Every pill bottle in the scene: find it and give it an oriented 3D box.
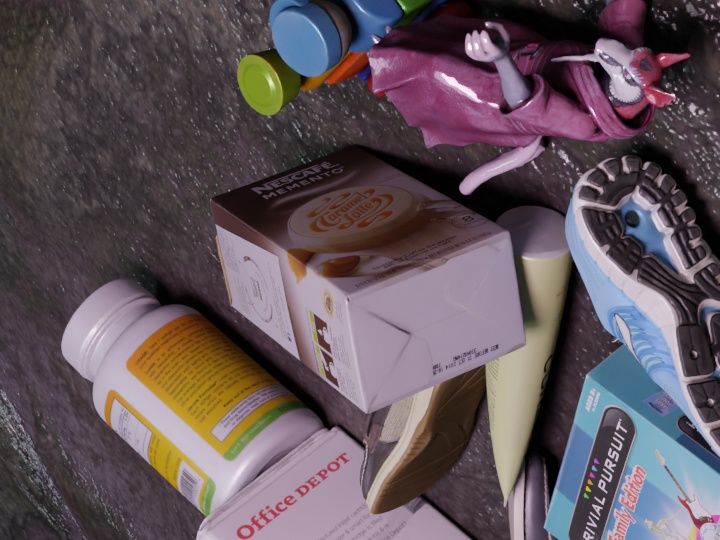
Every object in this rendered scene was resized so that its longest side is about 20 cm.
[{"bbox_3d":[-0.132,0.097,1.546,0.200,0.111,0.111,40,143,23],"label":"pill bottle"}]

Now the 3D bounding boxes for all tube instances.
[{"bbox_3d":[0.100,0.051,1.276,0.052,0.058,0.201,33,137,30],"label":"tube"}]

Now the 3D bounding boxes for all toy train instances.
[{"bbox_3d":[-0.029,-0.128,1.230,0.085,0.116,0.200,55,146,2],"label":"toy train"}]

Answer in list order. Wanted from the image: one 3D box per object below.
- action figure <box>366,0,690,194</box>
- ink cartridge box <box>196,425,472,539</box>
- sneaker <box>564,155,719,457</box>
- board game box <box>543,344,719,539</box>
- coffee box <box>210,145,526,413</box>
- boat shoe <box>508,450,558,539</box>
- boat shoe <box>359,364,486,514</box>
[{"bbox_3d":[0.096,-0.092,1.093,0.199,0.134,0.150,12,128,49],"label":"action figure"},{"bbox_3d":[-0.003,0.227,1.463,0.200,0.145,0.085,40,144,23],"label":"ink cartridge box"},{"bbox_3d":[0.184,0.028,1.158,0.201,0.078,0.090,59,165,2],"label":"sneaker"},{"bbox_3d":[0.211,0.159,1.233,0.200,0.047,0.151,37,141,26],"label":"board game box"},{"bbox_3d":[0.000,0.000,1.252,0.200,0.114,0.080,32,139,56],"label":"coffee box"},{"bbox_3d":[0.136,0.206,1.373,0.062,0.073,0.201,-7,114,5],"label":"boat shoe"},{"bbox_3d":[0.037,0.093,1.381,0.065,0.073,0.200,53,144,24],"label":"boat shoe"}]
